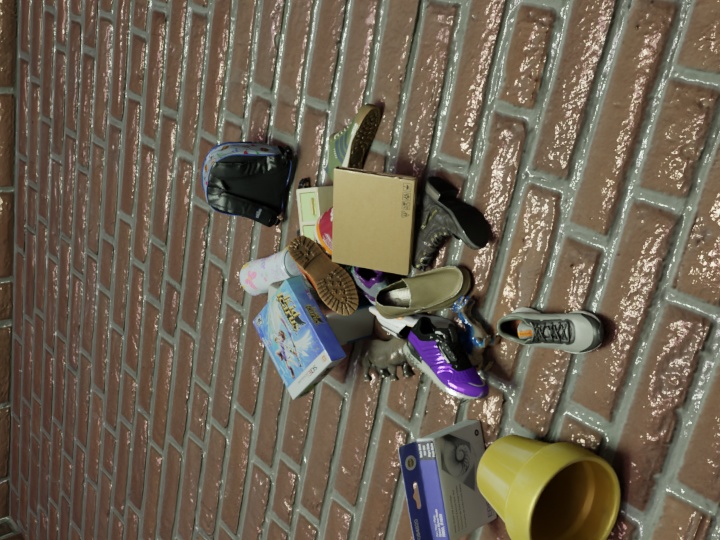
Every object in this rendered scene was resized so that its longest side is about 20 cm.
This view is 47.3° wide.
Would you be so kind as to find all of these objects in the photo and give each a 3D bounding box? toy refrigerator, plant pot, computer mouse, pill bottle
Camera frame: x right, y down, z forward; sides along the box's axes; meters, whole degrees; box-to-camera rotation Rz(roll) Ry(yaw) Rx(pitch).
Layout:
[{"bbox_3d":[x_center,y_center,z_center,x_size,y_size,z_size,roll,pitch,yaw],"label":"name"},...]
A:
[{"bbox_3d":[-0.089,-0.084,1.817,0.076,0.070,0.201,1,98,47],"label":"toy refrigerator"},{"bbox_3d":[0.305,0.374,1.403,0.189,0.200,0.201,24,116,60],"label":"plant pot"},{"bbox_3d":[-0.120,-0.110,1.865,0.034,0.059,0.201,0,94,25],"label":"computer mouse"},{"bbox_3d":[0.002,-0.108,1.682,0.200,0.113,0.113,-34,73,44],"label":"pill bottle"}]

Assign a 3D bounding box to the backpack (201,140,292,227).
[{"bbox_3d":[-0.271,-0.215,1.902,0.154,0.190,0.200,47,130,52],"label":"backpack"}]

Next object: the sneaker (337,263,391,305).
[{"bbox_3d":[0.000,0.000,1.708,0.200,0.074,0.088,26,149,46],"label":"sneaker"}]

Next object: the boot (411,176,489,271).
[{"bbox_3d":[0.150,-0.063,1.573,0.200,0.069,0.174,56,136,33],"label":"boot"}]

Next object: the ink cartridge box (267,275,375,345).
[{"bbox_3d":[-0.087,0.086,1.792,0.200,0.145,0.084,26,118,42],"label":"ink cartridge box"}]

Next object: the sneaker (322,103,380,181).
[{"bbox_3d":[-0.030,-0.270,1.717,0.090,0.067,0.200,41,128,28],"label":"sneaker"}]

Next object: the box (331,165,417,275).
[{"bbox_3d":[0.024,-0.096,1.589,0.163,0.021,0.200,10,119,16],"label":"box"}]

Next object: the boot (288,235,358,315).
[{"bbox_3d":[-0.070,0.021,1.723,0.200,0.075,0.107,51,170,19],"label":"boot"}]

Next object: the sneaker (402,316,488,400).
[{"bbox_3d":[0.161,0.153,1.504,0.200,0.069,0.100,36,120,37],"label":"sneaker"}]

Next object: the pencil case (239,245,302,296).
[{"bbox_3d":[-0.205,0.000,1.950,0.200,0.083,0.091,-20,79,47],"label":"pencil case"}]

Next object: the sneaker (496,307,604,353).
[{"bbox_3d":[0.322,0.106,1.403,0.200,0.079,0.074,1,97,46],"label":"sneaker"}]

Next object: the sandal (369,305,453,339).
[{"bbox_3d":[0.096,0.113,1.648,0.206,0.079,0.059,17,109,42],"label":"sandal"}]

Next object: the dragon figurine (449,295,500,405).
[{"bbox_3d":[0.202,0.146,1.553,0.099,0.059,0.200,27,116,41],"label":"dragon figurine"}]

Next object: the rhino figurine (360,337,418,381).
[{"bbox_3d":[0.075,0.182,1.699,0.200,0.060,0.088,-10,93,46],"label":"rhino figurine"}]

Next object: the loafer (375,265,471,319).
[{"bbox_3d":[0.115,0.044,1.575,0.200,0.067,0.076,-23,70,19],"label":"loafer"}]

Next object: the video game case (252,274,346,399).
[{"bbox_3d":[-0.133,0.141,1.714,0.200,0.045,0.181,59,136,17],"label":"video game case"}]

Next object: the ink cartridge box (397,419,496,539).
[{"bbox_3d":[0.167,0.399,1.537,0.041,0.200,0.200,-10,91,48],"label":"ink cartridge box"}]
